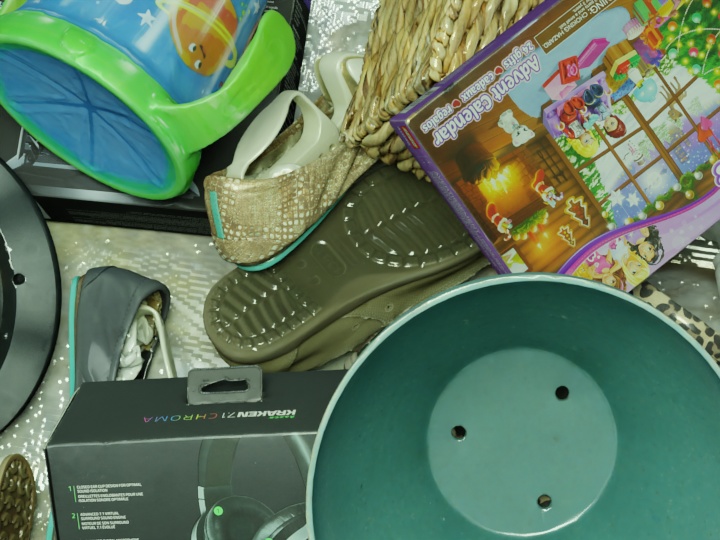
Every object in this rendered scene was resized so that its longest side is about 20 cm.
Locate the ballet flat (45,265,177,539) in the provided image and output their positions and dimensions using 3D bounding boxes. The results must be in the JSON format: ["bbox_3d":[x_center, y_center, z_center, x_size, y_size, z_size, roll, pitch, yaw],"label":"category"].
[{"bbox_3d":[-0.135,0.094,1.190,0.072,0.073,0.202,1,72,8],"label":"ballet flat"}]

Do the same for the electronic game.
[{"bbox_3d":[-0.265,0.013,1.222,0.198,0.042,0.202,1,94,13],"label":"electronic game"}]

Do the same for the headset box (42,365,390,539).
[{"bbox_3d":[-0.062,0.149,1.103,0.173,0.093,0.202,-4,107,6],"label":"headset box"}]

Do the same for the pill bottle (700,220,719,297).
[{"bbox_3d":[0.222,-0.079,1.164,0.119,0.120,0.202,-10,73,4],"label":"pill bottle"}]

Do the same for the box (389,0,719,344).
[{"bbox_3d":[0.133,-0.079,1.061,0.200,0.039,0.137,-38,100,-7],"label":"box"}]

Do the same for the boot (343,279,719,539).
[{"bbox_3d":[0.092,0.054,1.133,0.151,0.073,0.200,-54,46,3],"label":"boot"}]

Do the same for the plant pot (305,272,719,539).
[{"bbox_3d":[0.077,0.093,0.991,0.198,0.135,0.202,0,98,2],"label":"plant pot"}]

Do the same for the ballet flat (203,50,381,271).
[{"bbox_3d":[-0.015,-0.081,1.187,0.070,0.066,0.200,6,41,42],"label":"ballet flat"}]

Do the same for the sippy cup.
[{"bbox_3d":[-0.119,-0.131,1.169,0.177,0.140,0.131,30,68,6],"label":"sippy cup"}]

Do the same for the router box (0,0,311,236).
[{"bbox_3d":[-0.138,-0.107,1.254,0.198,0.052,0.159,6,75,9],"label":"router box"}]

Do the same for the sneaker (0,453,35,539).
[{"bbox_3d":[-0.245,0.195,1.182,0.089,0.067,0.202,6,76,18],"label":"sneaker"}]

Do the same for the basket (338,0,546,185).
[{"bbox_3d":[0.098,-0.143,1.153,0.148,0.143,0.201,23,65,-17],"label":"basket"}]

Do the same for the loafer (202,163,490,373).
[{"bbox_3d":[0.000,0.000,1.202,0.199,0.068,0.076,-25,65,-16],"label":"loafer"}]
